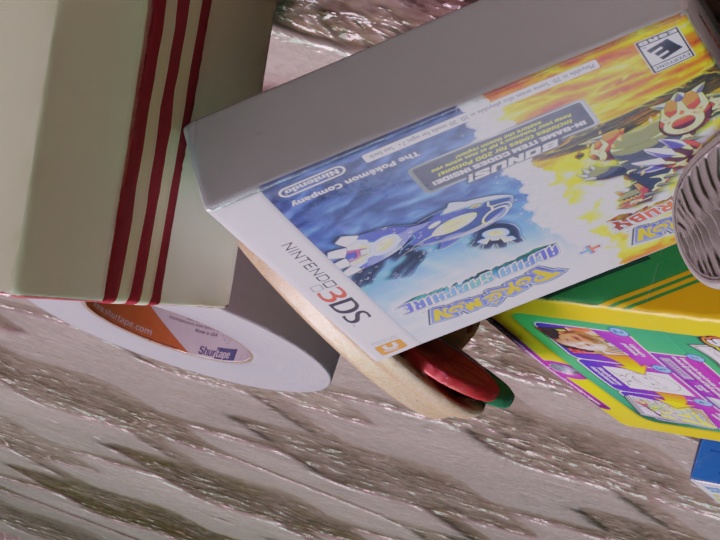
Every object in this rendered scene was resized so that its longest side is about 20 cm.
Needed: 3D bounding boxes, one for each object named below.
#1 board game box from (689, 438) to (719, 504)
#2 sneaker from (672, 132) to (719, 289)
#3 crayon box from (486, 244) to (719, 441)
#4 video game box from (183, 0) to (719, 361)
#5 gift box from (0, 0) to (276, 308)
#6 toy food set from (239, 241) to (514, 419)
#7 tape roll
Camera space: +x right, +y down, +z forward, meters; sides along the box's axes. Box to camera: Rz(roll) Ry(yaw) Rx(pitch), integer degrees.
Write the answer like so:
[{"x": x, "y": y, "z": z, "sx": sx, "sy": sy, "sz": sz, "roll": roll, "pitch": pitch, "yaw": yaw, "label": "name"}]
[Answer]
[{"x": 0.321, "y": 0.143, "z": 1.727, "sx": 0.200, "sy": 0.056, "sz": 0.196, "roll": 9, "pitch": 163, "yaw": 33, "label": "board game box"}, {"x": 0.214, "y": -0.054, "z": 1.117, "sx": 0.106, "sy": 0.075, "sz": 0.200, "roll": -7, "pitch": 166, "yaw": -34, "label": "sneaker"}, {"x": 0.167, "y": 0.030, "z": 1.488, "sx": 0.172, "sy": 0.058, "sz": 0.200, "roll": 7, "pitch": 161, "yaw": 36, "label": "crayon box"}, {"x": 0.057, "y": -0.043, "z": 1.172, "sx": 0.200, "sy": 0.047, "sz": 0.182, "roll": -22, "pitch": 155, "yaw": 14, "label": "video game box"}, {"x": -0.140, "y": -0.091, "z": 1.171, "sx": 0.184, "sy": 0.187, "sz": 0.200, "roll": 10, "pitch": -176, "yaw": 23, "label": "gift box"}, {"x": 0.000, "y": 0.000, "z": 1.468, "sx": 0.200, "sy": 0.049, "sz": 0.198, "roll": 41, "pitch": -171, "yaw": -30, "label": "toy food set"}, {"x": -0.102, "y": 0.005, "z": 1.720, "sx": 0.200, "sy": 0.066, "sz": 0.200, "roll": 18, "pitch": 165, "yaw": 5, "label": "tape roll"}]
